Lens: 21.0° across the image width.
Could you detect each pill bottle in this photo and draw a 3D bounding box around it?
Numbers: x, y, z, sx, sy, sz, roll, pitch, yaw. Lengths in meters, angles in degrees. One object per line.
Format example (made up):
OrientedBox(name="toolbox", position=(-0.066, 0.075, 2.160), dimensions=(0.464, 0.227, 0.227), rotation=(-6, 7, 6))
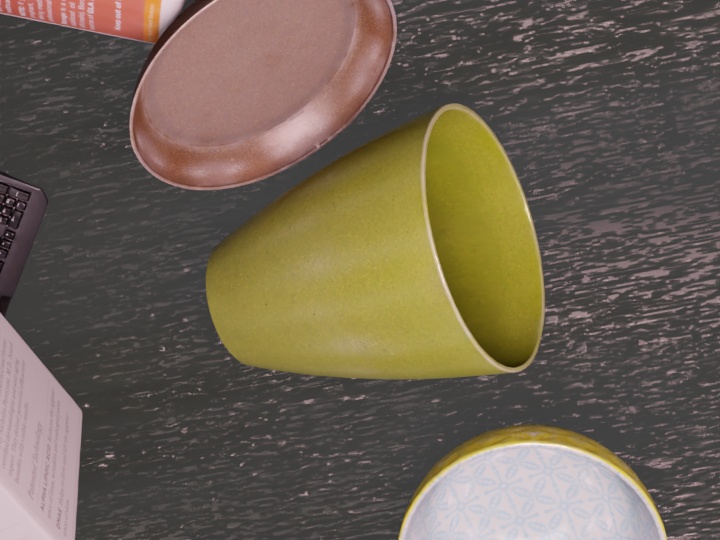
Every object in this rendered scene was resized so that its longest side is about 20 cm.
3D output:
OrientedBox(name="pill bottle", position=(-0.207, -0.221, 1.288), dimensions=(0.199, 0.112, 0.113), rotation=(11, 114, -2))

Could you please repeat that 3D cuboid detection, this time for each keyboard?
OrientedBox(name="keyboard", position=(-0.311, 0.012, 1.440), dimensions=(0.104, 0.040, 0.200), rotation=(22, 113, -7))

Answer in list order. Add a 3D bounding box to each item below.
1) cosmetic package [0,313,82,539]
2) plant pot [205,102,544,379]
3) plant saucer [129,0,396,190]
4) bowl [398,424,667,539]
OrientedBox(name="cosmetic package", position=(-0.322, 0.122, 1.397), dimensions=(0.164, 0.165, 0.200), rotation=(-25, 126, 14))
OrientedBox(name="plant pot", position=(0.000, 0.000, 1.356), dimensions=(0.199, 0.187, 0.188), rotation=(-15, 113, 26))
OrientedBox(name="plant saucer", position=(-0.069, -0.136, 1.310), dimensions=(0.200, 0.032, 0.200), rotation=(-23, 146, -16))
OrientedBox(name="bowl", position=(0.127, 0.191, 1.456), dimensions=(0.199, 0.108, 0.201), rotation=(1, 114, 2))
